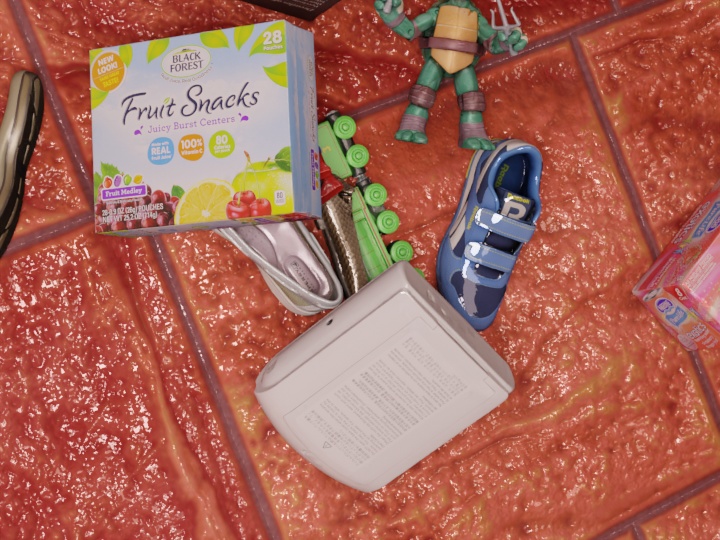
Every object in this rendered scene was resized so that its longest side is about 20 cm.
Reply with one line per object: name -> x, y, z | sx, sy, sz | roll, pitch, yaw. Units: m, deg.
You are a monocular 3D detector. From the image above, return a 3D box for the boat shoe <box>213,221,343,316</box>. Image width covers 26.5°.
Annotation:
boat shoe -> -0.090, -0.043, 1.422 | 0.074, 0.065, 0.202 | -40, 100, -20

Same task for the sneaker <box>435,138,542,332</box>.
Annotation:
sneaker -> 0.129, -0.039, 1.499 | 0.074, 0.082, 0.201 | 16, 80, -21

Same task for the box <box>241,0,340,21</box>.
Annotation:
box -> -0.070, -0.346, 1.389 | 0.163, 0.200, 0.167 | 13, 80, -20

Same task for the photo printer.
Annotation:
photo printer -> 0.015, 0.106, 1.398 | 0.200, 0.070, 0.166 | -38, 113, 19

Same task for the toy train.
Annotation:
toy train -> 0.001, -0.056, 1.474 | 0.056, 0.042, 0.201 | -25, 94, -11

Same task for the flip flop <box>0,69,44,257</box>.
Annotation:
flip flop -> -0.325, -0.082, 1.334 | 0.057, 0.081, 0.201 | 12, 78, -2

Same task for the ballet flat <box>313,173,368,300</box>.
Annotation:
ballet flat -> 0.000, 0.000, 1.439 | 0.046, 0.067, 0.201 | -23, 98, -6

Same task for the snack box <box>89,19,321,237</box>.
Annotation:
snack box -> -0.138, -0.122, 1.351 | 0.199, 0.068, 0.170 | -4, 85, 22

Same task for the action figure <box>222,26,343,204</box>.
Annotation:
action figure -> -0.105, -0.138, 1.414 | 0.099, 0.065, 0.201 | -29, 65, 3

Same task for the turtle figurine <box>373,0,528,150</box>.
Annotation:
turtle figurine -> 0.091, -0.221, 1.491 | 0.149, 0.101, 0.201 | 7, 96, 14

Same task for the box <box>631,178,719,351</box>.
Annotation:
box -> 0.391, -0.021, 1.588 | 0.095, 0.103, 0.200 | 45, 72, -11
